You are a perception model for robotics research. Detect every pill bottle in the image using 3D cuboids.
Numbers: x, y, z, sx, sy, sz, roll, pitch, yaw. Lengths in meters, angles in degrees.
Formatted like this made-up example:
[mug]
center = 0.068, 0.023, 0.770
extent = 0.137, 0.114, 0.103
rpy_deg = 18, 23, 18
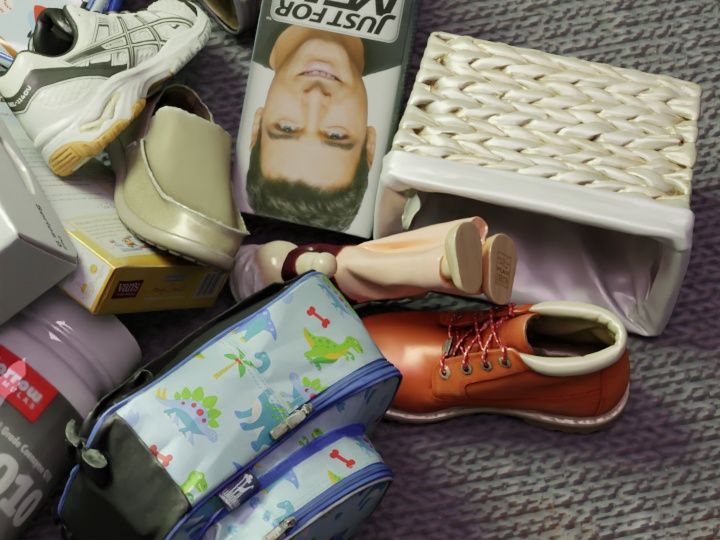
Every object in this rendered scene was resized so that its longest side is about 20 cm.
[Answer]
[pill bottle]
center = -0.231, 0.100, 1.378
extent = 0.114, 0.114, 0.200
rpy_deg = 32, 69, 13

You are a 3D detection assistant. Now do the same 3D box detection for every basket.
[basket]
center = 0.118, -0.057, 1.446
extent = 0.199, 0.136, 0.124
rpy_deg = 13, 62, 5

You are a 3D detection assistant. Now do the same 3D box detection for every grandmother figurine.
[grandmother figurine]
center = 0.000, 0.000, 1.419
extent = 0.199, 0.121, 0.061
rpy_deg = -3, 69, 35

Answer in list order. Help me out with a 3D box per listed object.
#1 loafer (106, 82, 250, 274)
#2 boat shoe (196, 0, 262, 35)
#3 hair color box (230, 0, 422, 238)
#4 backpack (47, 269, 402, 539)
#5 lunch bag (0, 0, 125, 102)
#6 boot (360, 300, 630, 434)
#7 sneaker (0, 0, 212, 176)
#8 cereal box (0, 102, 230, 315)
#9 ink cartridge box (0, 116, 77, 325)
[loafer]
center = -0.115, -0.065, 1.424
extent = 0.075, 0.069, 0.200
rpy_deg = 22, 18, -28
[boat shoe]
center = -0.123, -0.244, 1.510
extent = 0.200, 0.072, 0.065
rpy_deg = 50, 51, -27
[hair color box]
center = -0.020, -0.130, 1.465
extent = 0.098, 0.061, 0.201
rpy_deg = 11, 97, 5
[backpack]
center = -0.064, 0.113, 1.342
extent = 0.200, 0.183, 0.147
rpy_deg = -39, 79, -24
[lunch bag]
center = -0.230, -0.210, 1.542
extent = 0.159, 0.076, 0.201
rpy_deg = 21, 67, 5
[boot]
center = 0.073, 0.049, 1.411
extent = 0.199, 0.107, 0.075
rpy_deg = 3, 67, 2
[sneaker]
center = -0.164, -0.144, 1.448
extent = 0.088, 0.076, 0.200
rpy_deg = 49, 33, -10
[cereal box]
center = -0.193, -0.043, 1.423
extent = 0.200, 0.144, 0.040
rpy_deg = 36, 107, 23
[ink cartridge box]
center = -0.289, -0.011, 1.325
extent = 0.200, 0.084, 0.146
rpy_deg = -37, 69, 9
